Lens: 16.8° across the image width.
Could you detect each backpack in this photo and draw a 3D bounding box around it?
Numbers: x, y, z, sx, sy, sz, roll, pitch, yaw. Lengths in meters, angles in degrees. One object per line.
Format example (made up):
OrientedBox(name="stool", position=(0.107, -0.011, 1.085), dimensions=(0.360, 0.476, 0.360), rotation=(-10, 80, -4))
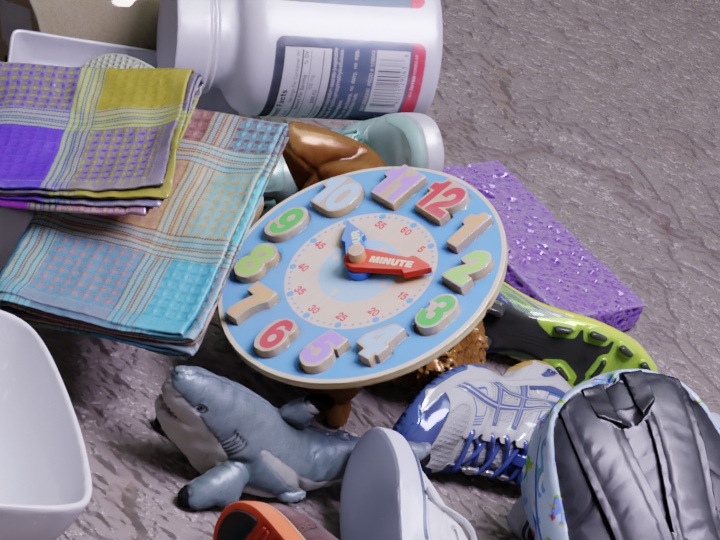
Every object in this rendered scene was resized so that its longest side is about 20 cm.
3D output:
OrientedBox(name="backpack", position=(0.180, 0.166, 1.600), dimensions=(0.163, 0.154, 0.200), rotation=(-15, 86, -12))

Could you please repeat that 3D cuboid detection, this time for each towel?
OrientedBox(name="towel", position=(-0.144, -0.036, 1.617), dimensions=(0.147, 0.022, 0.200), rotation=(11, 53, 15))
OrientedBox(name="towel", position=(-0.210, -0.095, 1.643), dimensions=(0.200, 0.023, 0.144), rotation=(5, 45, 10))

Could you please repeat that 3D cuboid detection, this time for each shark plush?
OrientedBox(name="shark plush", position=(-0.043, 0.114, 1.599), dimensions=(0.200, 0.083, 0.091), rotation=(18, 30, -16))

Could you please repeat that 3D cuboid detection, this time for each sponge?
OrientedBox(name="sponge", position=(0.134, -0.018, 2.016), dimensions=(0.112, 0.030, 0.200), rotation=(-7, 43, -45))

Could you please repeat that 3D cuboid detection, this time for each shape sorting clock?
OrientedBox(name="shape sorting clock", position=(0.000, 0.000, 1.633), dimensions=(0.200, 0.039, 0.200), rotation=(-9, 41, 8))

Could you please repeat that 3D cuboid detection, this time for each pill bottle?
OrientedBox(name="pill bottle", position=(-0.048, -0.175, 1.845), dimensions=(0.200, 0.120, 0.120), rotation=(2, 35, -15))

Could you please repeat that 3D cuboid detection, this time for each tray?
OrientedBox(name="tray", position=(-0.185, -0.117, 1.860), dimensions=(0.200, 0.107, 0.022), rotation=(6, 1, -33))

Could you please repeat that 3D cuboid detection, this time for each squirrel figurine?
OrientedBox(name="squirrel figurine", position=(0.008, 0.021, 1.747), dimensions=(0.200, 0.142, 0.187), rotation=(16, 37, -14))

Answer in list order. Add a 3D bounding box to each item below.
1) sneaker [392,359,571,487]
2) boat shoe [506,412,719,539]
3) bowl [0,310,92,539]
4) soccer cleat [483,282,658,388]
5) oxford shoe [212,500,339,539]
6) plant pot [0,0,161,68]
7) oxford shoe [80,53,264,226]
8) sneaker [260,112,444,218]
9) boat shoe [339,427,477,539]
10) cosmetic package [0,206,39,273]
OrientedBox(name="sneaker", position=(0.103, 0.116, 1.728), dimensions=(0.200, 0.075, 0.088), rotation=(-12, 47, -48))
OrientedBox(name="boat shoe", position=(0.204, 0.165, 1.706), dimensions=(0.200, 0.071, 0.091), rotation=(-17, 54, -30))
OrientedBox(name="bowl", position=(-0.272, 0.096, 1.452), dimensions=(0.200, 0.075, 0.200), rotation=(9, 34, -28))
OrientedBox(name="soccer cleat", position=(0.139, 0.045, 1.886), dimensions=(0.200, 0.065, 0.084), rotation=(20, 23, -13))
OrientedBox(name="oxford shoe", position=(-0.005, 0.209, 1.494), dimensions=(0.073, 0.071, 0.200), rotation=(1, 37, -48))
OrientedBox(name="plant pot", position=(-0.188, -0.206, 1.928), dimensions=(0.200, 0.187, 0.187), rotation=(-16, 49, -35))
OrientedBox(name="oxford shoe", position=(-0.138, -0.085, 1.715), dimensions=(0.200, 0.075, 0.058), rotation=(40, -14, 34))
OrientedBox(name="sneaker", position=(-0.034, -0.069, 1.833), dimensions=(0.118, 0.200, 0.074), rotation=(-8, 85, -42))
OrientedBox(name="boat shoe", position=(0.049, 0.190, 1.558), dimensions=(0.086, 0.075, 0.202), rotation=(18, 37, -33))
OrientedBox(name="cosmetic package", position=(-0.205, -0.036, 1.714), dimensions=(0.200, 0.081, 0.113), rotation=(9, 35, -31))
